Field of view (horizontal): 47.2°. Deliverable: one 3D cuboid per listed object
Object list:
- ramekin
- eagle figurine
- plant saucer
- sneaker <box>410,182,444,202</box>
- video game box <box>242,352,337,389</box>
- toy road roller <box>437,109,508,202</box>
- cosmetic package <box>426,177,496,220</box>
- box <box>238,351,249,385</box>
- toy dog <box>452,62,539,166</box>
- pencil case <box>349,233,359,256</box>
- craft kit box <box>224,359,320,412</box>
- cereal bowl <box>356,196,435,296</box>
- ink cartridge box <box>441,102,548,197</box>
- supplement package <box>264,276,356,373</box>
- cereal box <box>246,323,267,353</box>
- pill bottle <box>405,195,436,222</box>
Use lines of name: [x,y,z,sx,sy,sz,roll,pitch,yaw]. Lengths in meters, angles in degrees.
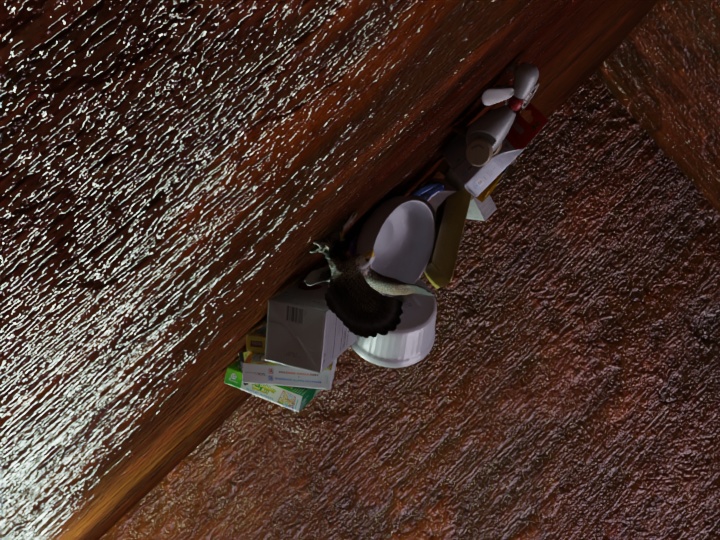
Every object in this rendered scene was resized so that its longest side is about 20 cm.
ramekin: [0.067,0.092,1.721,0.200,0.198,0.099,-39,151,-38]
eagle figurine: [0.005,0.016,1.366,0.151,0.201,0.151,-42,177,-5]
plant saucer: [0.179,-0.071,1.760,0.200,0.047,0.205,123,-20,-84]
sneaker: [0.128,-0.133,1.960,0.200,0.079,0.075,-44,177,13]
video game box: [-0.141,0.190,1.711,0.200,0.177,0.048,-81,173,-80]
toy road roller: [0.272,-0.261,1.815,0.200,0.122,0.147,-46,168,-49]
cosmetic package: [0.234,-0.173,1.969,0.050,0.084,0.199,-39,-155,-19]
box: [-0.169,0.201,1.838,0.195,0.077,0.050,-12,177,0]
toy dog: [0.238,-0.292,1.500,0.203,0.095,0.132,-58,171,6]
pencil case: [0.000,0.000,1.804,0.085,0.084,0.202,-30,156,-25]
craft kit box: [-0.194,0.252,1.955,0.200,0.193,0.050,-33,137,-71]
cereal bowl: [0.060,-0.056,1.665,0.198,0.082,0.204,-26,128,-38]
ink cartridge box: [0.261,-0.261,1.629,0.200,0.047,0.161,-46,-151,15]
supplement package: [-0.087,0.096,1.580,0.200,0.118,0.123,-35,132,-67]
cereal box: [-0.140,0.138,1.747,0.200,0.140,0.041,-29,123,-71]
pill bottle: [0.087,-0.074,1.840,0.119,0.120,0.201,-39,171,-39]
